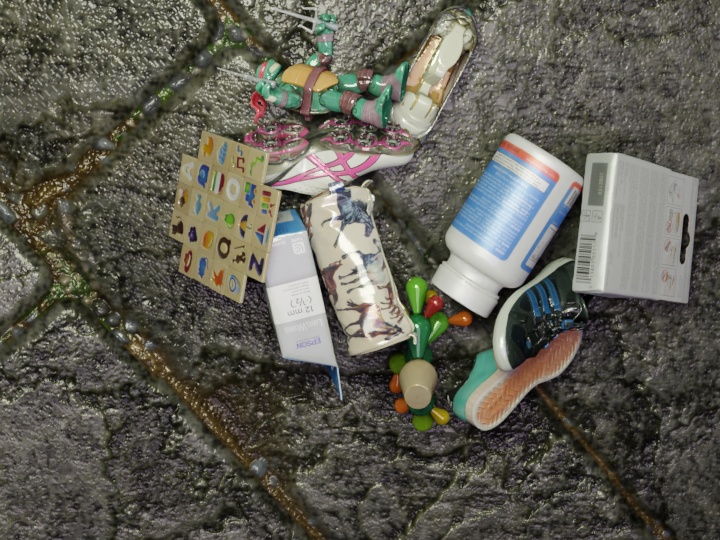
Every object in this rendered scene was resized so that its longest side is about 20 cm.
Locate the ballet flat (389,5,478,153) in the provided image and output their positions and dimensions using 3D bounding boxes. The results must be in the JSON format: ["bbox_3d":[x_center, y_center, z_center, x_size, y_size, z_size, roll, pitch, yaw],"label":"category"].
[{"bbox_3d":[0.077,-0.217,1.345,0.071,0.072,0.202,26,98,-13],"label":"ballet flat"}]

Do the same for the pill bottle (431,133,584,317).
[{"bbox_3d":[0.169,-0.051,1.372,0.112,0.112,0.201,31,96,-13],"label":"pill bottle"}]

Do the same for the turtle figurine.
[{"bbox_3d":[-0.052,-0.221,1.310,0.198,0.101,0.151,15,58,12],"label":"turtle figurine"}]

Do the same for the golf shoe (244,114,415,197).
[{"bbox_3d":[-0.033,-0.129,1.347,0.197,0.073,0.093,-2,129,5],"label":"golf shoe"}]

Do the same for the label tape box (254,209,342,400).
[{"bbox_3d":[-0.076,0.042,1.341,0.065,0.143,0.203,-12,104,-6],"label":"label tape box"}]

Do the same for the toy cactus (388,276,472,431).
[{"bbox_3d":[0.077,0.116,1.369,0.101,0.165,0.202,8,111,1],"label":"toy cactus"}]

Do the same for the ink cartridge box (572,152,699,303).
[{"bbox_3d":[0.335,-0.046,1.392,0.199,0.057,0.165,7,88,-50],"label":"ink cartridge box"}]

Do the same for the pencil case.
[{"bbox_3d":[0.000,0.000,1.308,0.089,0.078,0.202,-22,81,22],"label":"pencil case"}]

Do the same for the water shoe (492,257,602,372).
[{"bbox_3d":[0.228,0.048,1.369,0.200,0.078,0.072,-46,128,-37],"label":"water shoe"}]

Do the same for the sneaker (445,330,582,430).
[{"bbox_3d":[0.188,0.114,1.436,0.199,0.080,0.072,-36,123,-21],"label":"sneaker"}]

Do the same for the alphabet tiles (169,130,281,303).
[{"bbox_3d":[-0.155,-0.062,1.292,0.006,0.199,0.169,1,105,-41],"label":"alphabet tiles"}]
